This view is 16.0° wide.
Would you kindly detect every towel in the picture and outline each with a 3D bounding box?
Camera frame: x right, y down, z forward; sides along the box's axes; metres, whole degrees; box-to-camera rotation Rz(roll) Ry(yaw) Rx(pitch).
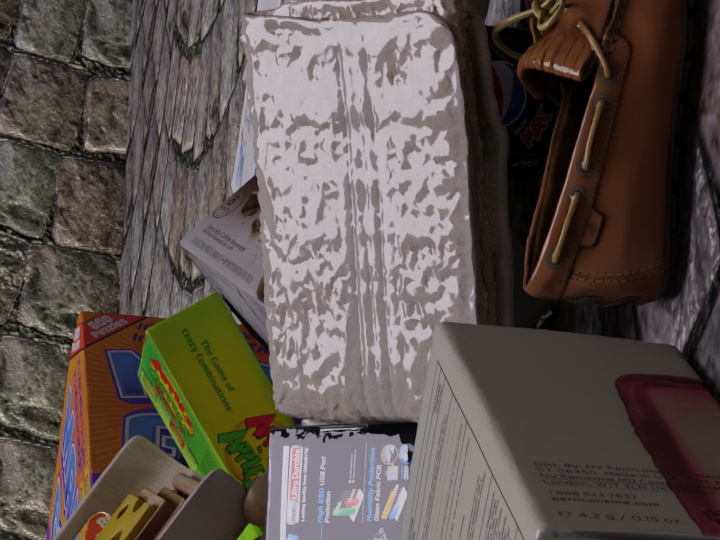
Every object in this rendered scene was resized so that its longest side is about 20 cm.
[{"bbox_3d":[0.007,-0.027,1.161,0.132,0.034,0.201,2,99,40],"label":"towel"}]

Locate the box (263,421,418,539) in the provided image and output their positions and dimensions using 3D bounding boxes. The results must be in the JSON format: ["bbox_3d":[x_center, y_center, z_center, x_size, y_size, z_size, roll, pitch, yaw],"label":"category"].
[{"bbox_3d":[0.029,0.169,1.170,0.046,0.158,0.201,20,-112,-55],"label":"box"}]

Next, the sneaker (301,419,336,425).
[{"bbox_3d":[0.009,0.142,1.454,0.200,0.081,0.076,-108,27,-60],"label":"sneaker"}]

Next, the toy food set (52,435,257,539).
[{"bbox_3d":[-0.135,0.155,1.348,0.144,0.060,0.200,-53,15,-9],"label":"toy food set"}]

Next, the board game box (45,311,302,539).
[{"bbox_3d":[-0.093,0.171,1.646,0.200,0.198,0.201,-102,20,-55],"label":"board game box"}]

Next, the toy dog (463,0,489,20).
[{"bbox_3d":[0.026,-0.200,1.220,0.200,0.139,0.195,-108,28,-60],"label":"toy dog"}]

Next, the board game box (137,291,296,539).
[{"bbox_3d":[-0.052,0.120,1.403,0.201,0.047,0.102,59,165,10],"label":"board game box"}]

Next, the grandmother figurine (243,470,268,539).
[{"bbox_3d":[0.018,0.180,1.237,0.200,0.060,0.122,34,137,38],"label":"grandmother figurine"}]

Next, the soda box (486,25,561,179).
[{"bbox_3d":[0.053,-0.083,1.374,0.200,0.063,0.071,162,112,-79],"label":"soda box"}]

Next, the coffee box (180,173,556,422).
[{"bbox_3d":[0.000,0.000,1.323,0.080,0.113,0.200,52,171,-26],"label":"coffee box"}]

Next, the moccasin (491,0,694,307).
[{"bbox_3d":[0.098,-0.086,1.097,0.074,0.077,0.203,178,97,-82],"label":"moccasin"}]

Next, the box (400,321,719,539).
[{"bbox_3d":[0.088,0.116,0.976,0.200,0.108,0.129,-113,29,-68],"label":"box"}]

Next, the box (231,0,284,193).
[{"bbox_3d":[-0.010,-0.130,1.588,0.101,0.112,0.201,-116,34,-72],"label":"box"}]

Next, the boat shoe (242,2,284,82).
[{"bbox_3d":[0.002,-0.122,1.314,0.093,0.074,0.200,-64,26,-1],"label":"boat shoe"}]
